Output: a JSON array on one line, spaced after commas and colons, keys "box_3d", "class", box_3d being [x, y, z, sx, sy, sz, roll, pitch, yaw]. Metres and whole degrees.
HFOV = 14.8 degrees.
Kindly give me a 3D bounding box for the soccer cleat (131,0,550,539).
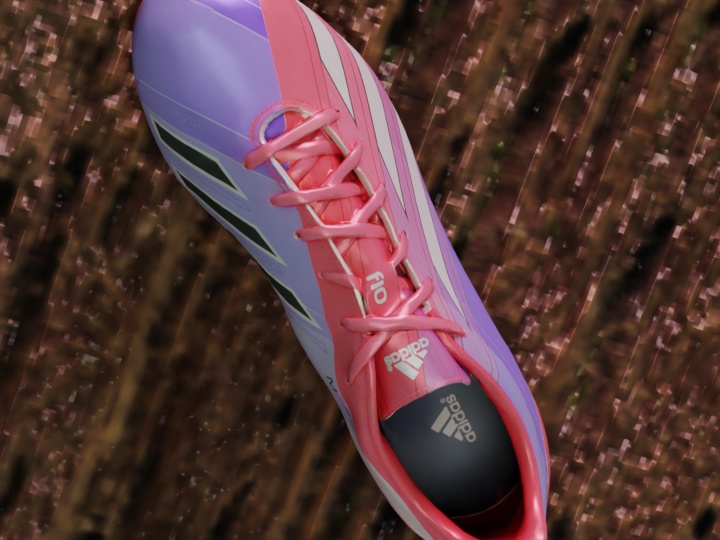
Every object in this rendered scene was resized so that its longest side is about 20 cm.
[{"box_3d": [0.000, 0.000, 0.811, 0.066, 0.076, 0.201, -30, 110, -2], "class": "soccer cleat"}]
